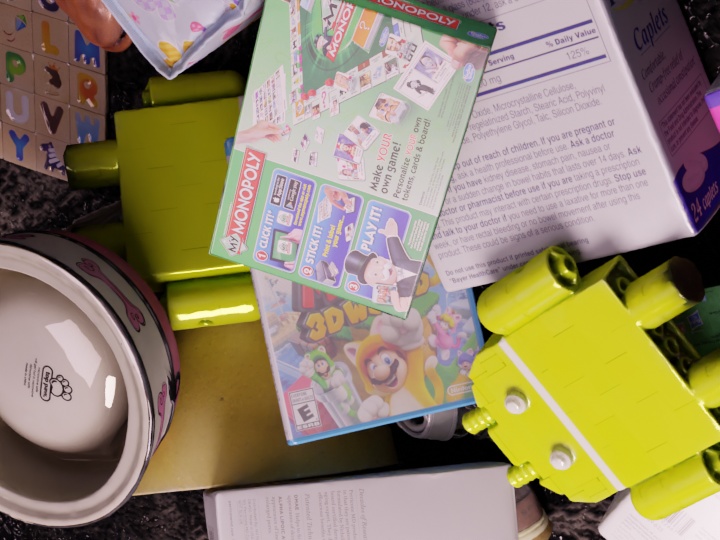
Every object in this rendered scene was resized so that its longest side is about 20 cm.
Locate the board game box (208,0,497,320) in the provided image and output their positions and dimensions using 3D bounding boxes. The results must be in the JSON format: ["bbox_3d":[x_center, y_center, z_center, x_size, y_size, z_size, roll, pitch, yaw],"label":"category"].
[{"bbox_3d":[-0.008,-0.075,1.064,0.133,0.029,0.201,19,126,3],"label":"board game box"}]

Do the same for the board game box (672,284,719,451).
[{"bbox_3d":[0.188,0.070,1.113,0.199,0.023,0.106,-14,83,44],"label":"board game box"}]

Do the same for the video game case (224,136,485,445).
[{"bbox_3d":[0.000,0.000,1.156,0.018,0.142,0.202,147,111,-76],"label":"video game case"}]

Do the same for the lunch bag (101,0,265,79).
[{"bbox_3d":[-0.111,-0.248,1.097,0.127,0.170,0.201,-32,99,43],"label":"lunch bag"}]

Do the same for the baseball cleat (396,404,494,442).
[{"bbox_3d":[0.087,0.103,1.210,0.199,0.106,0.070,29,122,12],"label":"baseball cleat"}]

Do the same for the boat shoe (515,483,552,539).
[{"bbox_3d":[0.044,0.178,1.308,0.198,0.073,0.065,-10,106,25],"label":"boat shoe"}]

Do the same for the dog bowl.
[{"bbox_3d":[-0.205,0.063,1.162,0.198,0.074,0.202,10,115,22],"label":"dog bowl"}]

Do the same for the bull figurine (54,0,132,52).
[{"bbox_3d":[-0.208,-0.247,1.222,0.200,0.065,0.121,50,133,-2],"label":"bull figurine"}]

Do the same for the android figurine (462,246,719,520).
[{"bbox_3d":[0.145,0.072,1.078,0.199,0.041,0.183,-33,99,40],"label":"android figurine"}]

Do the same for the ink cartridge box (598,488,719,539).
[{"bbox_3d":[0.259,0.129,1.138,0.116,0.067,0.200,40,124,6],"label":"ink cartridge box"}]

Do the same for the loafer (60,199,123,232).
[{"bbox_3d":[-0.198,-0.011,1.283,0.070,0.199,0.076,32,144,49],"label":"loafer"}]

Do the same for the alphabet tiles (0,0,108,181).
[{"bbox_3d":[-0.259,-0.169,1.336,0.165,0.006,0.202,19,124,22],"label":"alphabet tiles"}]

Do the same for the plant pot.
[{"bbox_3d":[-0.079,0.078,1.263,0.199,0.199,0.144,-10,85,35],"label":"plant pot"}]

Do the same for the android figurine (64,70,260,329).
[{"bbox_3d":[-0.099,-0.053,1.203,0.198,0.184,0.041,-8,160,-3],"label":"android figurine"}]

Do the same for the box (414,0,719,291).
[{"bbox_3d":[0.106,-0.111,1.081,0.183,0.105,0.201,-13,109,36],"label":"box"}]

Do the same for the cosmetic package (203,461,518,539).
[{"bbox_3d":[0.000,0.175,1.181,0.198,0.113,0.082,-6,85,-10],"label":"cosmetic package"}]

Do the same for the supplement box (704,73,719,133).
[{"bbox_3d":[0.290,-0.044,1.008,0.101,0.103,0.201,-18,107,36],"label":"supplement box"}]
